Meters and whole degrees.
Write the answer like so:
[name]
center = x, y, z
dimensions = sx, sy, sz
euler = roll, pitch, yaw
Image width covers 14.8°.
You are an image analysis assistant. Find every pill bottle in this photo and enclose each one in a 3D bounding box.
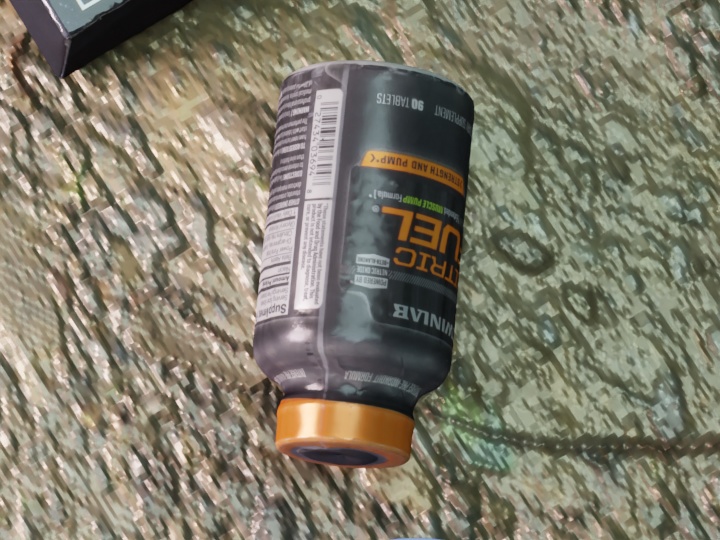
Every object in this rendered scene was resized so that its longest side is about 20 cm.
[pill bottle]
center = 0.000, 0.000, 1.444
dimensions = 0.106, 0.106, 0.201
euler = 6, 77, -3

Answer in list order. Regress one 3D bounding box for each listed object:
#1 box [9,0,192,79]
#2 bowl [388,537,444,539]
[box]
center = -0.128, -0.243, 1.475
dimensions = 0.198, 0.123, 0.201
euler = -31, 88, -12
[bowl]
center = 0.028, 0.240, 1.421
dimensions = 0.199, 0.039, 0.202
euler = 1, 77, -3
